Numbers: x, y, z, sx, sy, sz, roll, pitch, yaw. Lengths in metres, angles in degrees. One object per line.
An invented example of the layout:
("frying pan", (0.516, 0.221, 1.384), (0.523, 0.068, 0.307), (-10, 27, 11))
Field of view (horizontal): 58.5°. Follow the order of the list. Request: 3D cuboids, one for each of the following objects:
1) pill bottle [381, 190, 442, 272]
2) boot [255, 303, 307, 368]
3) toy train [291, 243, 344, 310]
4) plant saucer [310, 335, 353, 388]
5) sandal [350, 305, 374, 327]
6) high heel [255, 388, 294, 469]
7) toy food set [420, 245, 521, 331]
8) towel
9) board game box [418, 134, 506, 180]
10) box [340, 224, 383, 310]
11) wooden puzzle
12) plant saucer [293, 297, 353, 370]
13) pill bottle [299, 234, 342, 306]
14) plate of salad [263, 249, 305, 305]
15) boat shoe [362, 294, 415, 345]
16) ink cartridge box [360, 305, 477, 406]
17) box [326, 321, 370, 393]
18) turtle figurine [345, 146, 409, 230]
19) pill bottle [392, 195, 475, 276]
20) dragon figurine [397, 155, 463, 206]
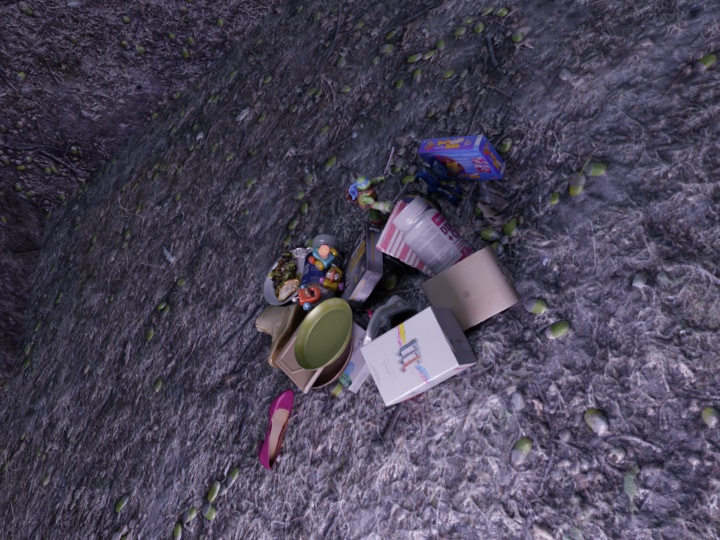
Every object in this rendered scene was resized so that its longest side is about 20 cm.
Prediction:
("pill bottle", (0.130, -0.102, 1.723), (0.111, 0.112, 0.202), (13, 71, 46))
("boot", (-0.253, 0.188, 1.892), (0.154, 0.073, 0.202), (-2, 59, 41))
("toy train", (-0.123, 0.004, 1.770), (0.148, 0.056, 0.202), (-6, 59, -6))
("plant saucer", (-0.091, 0.220, 1.698), (0.198, 0.034, 0.203), (-24, 49, 30))
("sandal", (0.038, 0.135, 1.668), (0.199, 0.075, 0.045), (34, 88, 42))
("high heel", (-0.211, 0.417, 1.689), (0.096, 0.067, 0.203), (25, 94, 59))
("toy food set", (0.254, 0.051, 1.506), (0.199, 0.060, 0.145), (-31, 83, 20))
("towel", (0.154, -0.075, 1.652), (0.148, 0.198, 0.030), (-63, 3, -15))
("board game box", (0.271, -0.297, 1.720), (0.198, 0.134, 0.045), (7, 66, 44))
("box", (0.000, 0.000, 1.744), (0.201, 0.048, 0.160), (123, 154, -48))
("wooden puzzle", (-0.130, 0.207, 1.697), (0.186, 0.037, 0.199), (-55, 36, -3))
("plant saucer", (-0.088, 0.165, 1.628), (0.199, 0.031, 0.202), (-29, 42, 30))
("pill bottle", (-0.112, 0.001, 1.870), (0.110, 0.111, 0.202), (-17, 51, 33))
("plate of salad", (-0.239, 0.015, 2.026), (0.198, 0.048, 0.202), (-24, 48, 29))
("boat shoe", (0.069, 0.127, 1.578), (0.064, 0.202, 0.075), (24, 120, 19))
("ink cartridge box", (0.133, 0.190, 1.446), (0.199, 0.145, 0.146), (-32, 73, 20))
("box", (-0.033, 0.213, 1.701), (0.145, 0.036, 0.199), (-55, 39, -3))
("turtle figurine", (0.069, -0.198, 1.805), (0.199, 0.195, 0.144), (-35, 53, -18))
("pill bottle", (0.177, -0.078, 1.582), (0.113, 0.200, 0.113), (-43, -2, -2))
("dragon figurine", (0.196, -0.257, 1.744), (0.059, 0.200, 0.099), (-47, 14, -23))
